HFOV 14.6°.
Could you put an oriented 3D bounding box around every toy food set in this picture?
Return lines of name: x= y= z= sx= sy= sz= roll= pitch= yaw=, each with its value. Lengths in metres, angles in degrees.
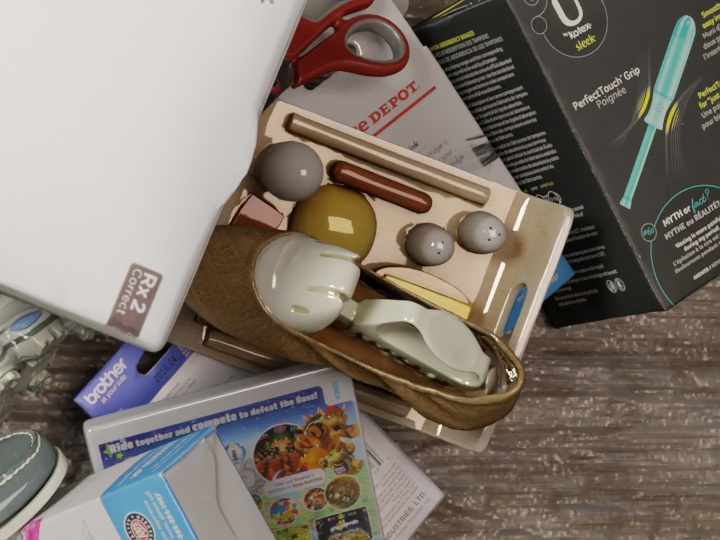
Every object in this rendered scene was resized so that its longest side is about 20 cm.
toy food set: x=0.000 y=0.000 z=1.491 sx=0.200 sy=0.060 sz=0.144 roll=21 pitch=89 yaw=-15

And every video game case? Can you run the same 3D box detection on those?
video game case: x=-0.057 y=0.155 z=1.489 sx=0.143 sy=0.018 sz=0.200 roll=-14 pitch=109 yaw=-9

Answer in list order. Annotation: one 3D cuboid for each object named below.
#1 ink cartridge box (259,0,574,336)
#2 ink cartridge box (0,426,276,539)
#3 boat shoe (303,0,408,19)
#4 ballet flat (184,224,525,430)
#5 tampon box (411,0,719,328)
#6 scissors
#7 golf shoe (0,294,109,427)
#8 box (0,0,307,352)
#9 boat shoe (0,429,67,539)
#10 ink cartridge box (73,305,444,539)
ink cartridge box: x=0.013 y=-0.044 z=1.569 sx=0.116 sy=0.068 sz=0.200 roll=-39 pitch=103 yaw=-24
ink cartridge box: x=-0.139 y=0.171 z=1.435 sx=0.115 sy=0.200 sz=0.068 roll=63 pitch=28 yaw=-8
boat shoe: x=-0.060 y=-0.184 z=1.550 sx=0.200 sy=0.072 sz=0.069 roll=12 pitch=50 yaw=-32
ballet flat: x=0.001 y=0.024 z=1.432 sx=0.200 sy=0.072 sz=0.068 roll=29 pitch=66 yaw=-17
tampon box: x=0.149 y=-0.091 z=1.610 sx=0.150 sy=0.126 sz=0.200 roll=-31 pitch=98 yaw=-27
scissors: x=-0.047 y=-0.106 z=1.465 sx=0.200 sy=0.014 sz=0.073 roll=-33 pitch=82 yaw=-42
golf shoe: x=-0.165 y=-0.003 z=1.473 sx=0.097 sy=0.078 sz=0.200 roll=40 pitch=47 yaw=14
box: x=-0.159 y=-0.092 z=1.331 sx=0.200 sy=0.131 sz=0.199 roll=24 pitch=86 yaw=-22
boat shoe: x=-0.244 y=0.122 z=1.396 sx=0.200 sy=0.073 sz=0.062 roll=-24 pitch=116 yaw=-9
ink cartridge box: x=-0.059 y=0.100 z=1.534 sx=0.200 sy=0.042 sz=0.119 roll=48 pitch=67 yaw=-17
